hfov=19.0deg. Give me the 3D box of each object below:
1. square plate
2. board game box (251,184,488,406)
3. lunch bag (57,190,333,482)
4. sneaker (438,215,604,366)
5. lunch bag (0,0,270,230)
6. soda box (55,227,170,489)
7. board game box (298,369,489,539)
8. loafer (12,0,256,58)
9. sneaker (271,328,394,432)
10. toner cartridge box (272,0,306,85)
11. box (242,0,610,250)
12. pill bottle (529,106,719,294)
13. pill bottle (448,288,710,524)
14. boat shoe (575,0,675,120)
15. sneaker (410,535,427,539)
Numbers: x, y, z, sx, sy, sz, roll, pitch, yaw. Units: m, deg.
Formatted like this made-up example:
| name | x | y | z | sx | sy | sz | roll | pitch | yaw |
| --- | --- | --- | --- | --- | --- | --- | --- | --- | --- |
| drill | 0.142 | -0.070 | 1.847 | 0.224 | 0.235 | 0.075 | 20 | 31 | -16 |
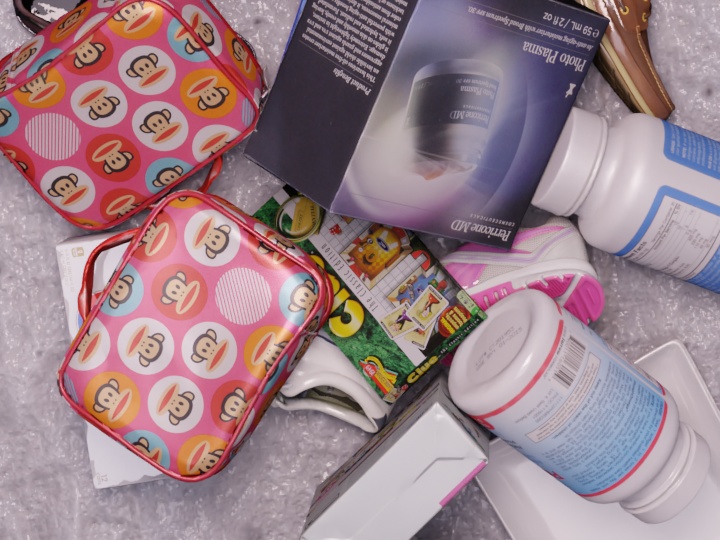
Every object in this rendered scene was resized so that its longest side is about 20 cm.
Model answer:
| name | x | y | z | sx | sy | sz | roll | pitch | yaw |
| --- | --- | --- | --- | --- | --- | --- | --- | --- | --- |
| square plate | 0.217 | 0.185 | 1.745 | 0.200 | 0.028 | 0.198 | -29 | 95 | 4 |
| board game box | 0.000 | 0.000 | 1.682 | 0.105 | 0.023 | 0.200 | -44 | 62 | 7 |
| lunch bag | -0.137 | 0.043 | 1.638 | 0.176 | 0.082 | 0.200 | 34 | 93 | 6 |
| sneaker | 0.098 | 0.012 | 1.709 | 0.200 | 0.088 | 0.081 | -11 | 135 | 18 |
| lunch bag | -0.174 | -0.123 | 1.659 | 0.200 | 0.082 | 0.176 | -30 | 118 | 21 |
| soda box | -0.193 | 0.069 | 1.723 | 0.068 | 0.064 | 0.200 | -8 | 97 | 1 |
| board game box | 0.029 | 0.159 | 1.659 | 0.148 | 0.200 | 0.064 | -44 | 92 | 6 |
| loafer | -0.181 | -0.183 | 1.694 | 0.200 | 0.063 | 0.072 | 18 | 96 | -1 |
| sneaker | -0.061 | 0.069 | 1.705 | 0.200 | 0.073 | 0.071 | 19 | 57 | -2 |
| toner cartridge box | -0.022 | -0.194 | 1.656 | 0.043 | 0.095 | 0.200 | 20 | 106 | 4 |
| box | 0.051 | -0.136 | 1.601 | 0.200 | 0.123 | 0.199 | 10 | 109 | -43 |
| pill bottle | 0.237 | -0.056 | 1.662 | 0.200 | 0.112 | 0.112 | 21 | 96 | -11 |
| pill bottle | 0.172 | 0.110 | 1.651 | 0.200 | 0.109 | 0.109 | 37 | 96 | -23 |
| boat shoe | 0.199 | -0.207 | 1.680 | 0.068 | 0.072 | 0.200 | -29 | 97 | 0 |
| sneaker | 0.060 | 0.246 | 1.669 | 0.080 | 0.200 | 0.076 | 21 | 92 | 1 |
